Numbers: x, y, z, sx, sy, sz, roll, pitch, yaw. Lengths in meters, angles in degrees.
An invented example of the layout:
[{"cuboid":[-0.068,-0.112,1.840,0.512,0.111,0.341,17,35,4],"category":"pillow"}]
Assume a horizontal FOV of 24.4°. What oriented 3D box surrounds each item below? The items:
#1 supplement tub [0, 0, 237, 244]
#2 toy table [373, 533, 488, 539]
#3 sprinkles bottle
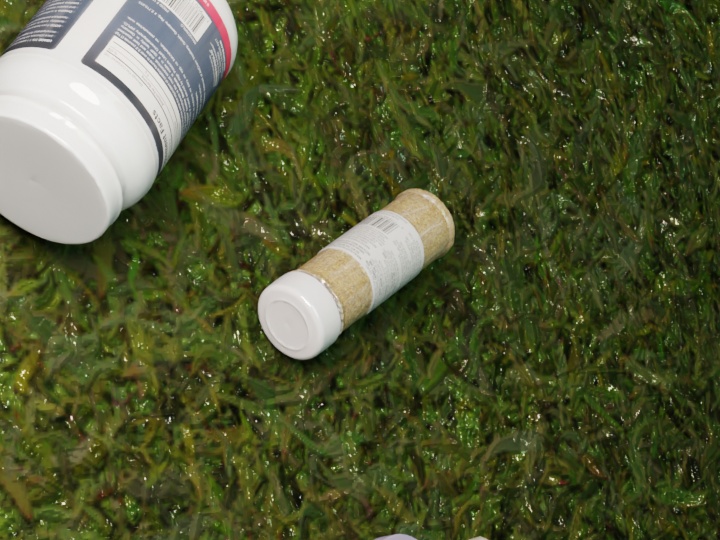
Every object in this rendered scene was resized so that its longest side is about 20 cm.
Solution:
[{"cuboid":[-0.188,-0.132,1.211,0.140,0.140,0.201,47,51,-22],"category":"supplement tub"},{"cuboid":[0.074,0.309,1.333,0.183,0.117,0.202,-24,94,-44],"category":"toy table"},{"cuboid":[0.000,0.000,1.394,0.200,0.068,0.069,-36,102,-43],"category":"sprinkles bottle"}]
